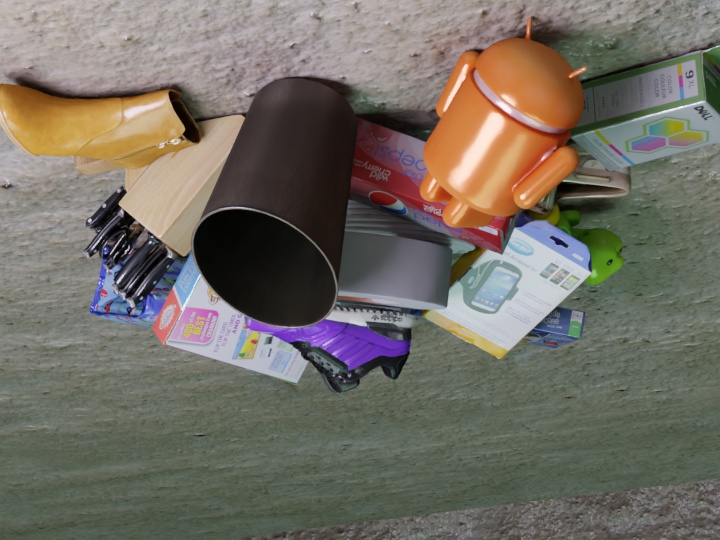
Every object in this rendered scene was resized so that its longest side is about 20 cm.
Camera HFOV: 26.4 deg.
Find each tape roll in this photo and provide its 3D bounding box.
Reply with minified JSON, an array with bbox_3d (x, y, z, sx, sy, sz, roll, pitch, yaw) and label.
[{"bbox_3d":[0.000,0.000,1.675,0.198,0.067,0.200,5,175,0],"label":"tape roll"}]

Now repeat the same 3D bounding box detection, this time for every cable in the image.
[{"bbox_3d":[0.038,-0.060,1.729,0.199,0.070,0.199,3,175,45],"label":"cable"}]

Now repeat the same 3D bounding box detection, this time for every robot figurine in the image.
[{"bbox_3d":[0.136,-0.132,1.449,0.116,0.144,0.201,23,118,-15],"label":"robot figurine"}]

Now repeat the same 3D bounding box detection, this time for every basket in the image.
[{"bbox_3d":[-0.074,-0.078,1.495,0.135,0.201,0.181,-4,141,20],"label":"basket"}]

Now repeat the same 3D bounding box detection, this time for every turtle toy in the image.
[{"bbox_3d":[0.221,-0.020,1.875,0.198,0.102,0.146,-12,159,10],"label":"turtle toy"}]

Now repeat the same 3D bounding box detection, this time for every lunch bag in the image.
[{"bbox_3d":[-0.225,0.041,1.887,0.149,0.095,0.200,10,-173,-31],"label":"lunch bag"}]

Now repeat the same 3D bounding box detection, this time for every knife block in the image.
[{"bbox_3d":[-0.192,-0.059,1.608,0.198,0.178,0.064,-9,161,17],"label":"knife block"}]

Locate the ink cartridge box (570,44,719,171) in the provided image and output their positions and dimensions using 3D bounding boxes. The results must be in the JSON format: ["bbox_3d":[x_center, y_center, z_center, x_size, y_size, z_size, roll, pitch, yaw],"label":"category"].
[{"bbox_3d":[0.319,-0.166,1.546,0.198,0.060,0.104,-14,158,29],"label":"ink cartridge box"}]

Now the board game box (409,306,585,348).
[{"bbox_3d":[0.167,0.056,1.907,0.198,0.035,0.135,12,171,-5],"label":"board game box"}]

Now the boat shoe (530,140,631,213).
[{"bbox_3d":[0.202,-0.100,1.707,0.198,0.066,0.072,-6,160,10],"label":"boat shoe"}]

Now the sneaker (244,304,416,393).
[{"bbox_3d":[-0.035,0.087,1.711,0.198,0.101,0.070,6,-176,-17],"label":"sneaker"}]

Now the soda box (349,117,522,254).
[{"bbox_3d":[0.069,-0.089,1.596,0.198,0.071,0.064,20,161,15],"label":"soda box"}]

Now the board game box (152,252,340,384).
[{"bbox_3d":[-0.123,0.038,1.794,0.199,0.154,0.040,21,-166,-37],"label":"board game box"}]

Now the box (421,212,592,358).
[{"bbox_3d":[0.174,0.009,1.766,0.118,0.042,0.200,28,127,-20],"label":"box"}]

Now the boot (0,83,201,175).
[{"bbox_3d":[-0.254,-0.155,1.514,0.143,0.072,0.201,-17,159,19],"label":"boot"}]

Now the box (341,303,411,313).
[{"bbox_3d":[-0.020,0.038,2.008,0.198,0.042,0.155,3,179,-33],"label":"box"}]
